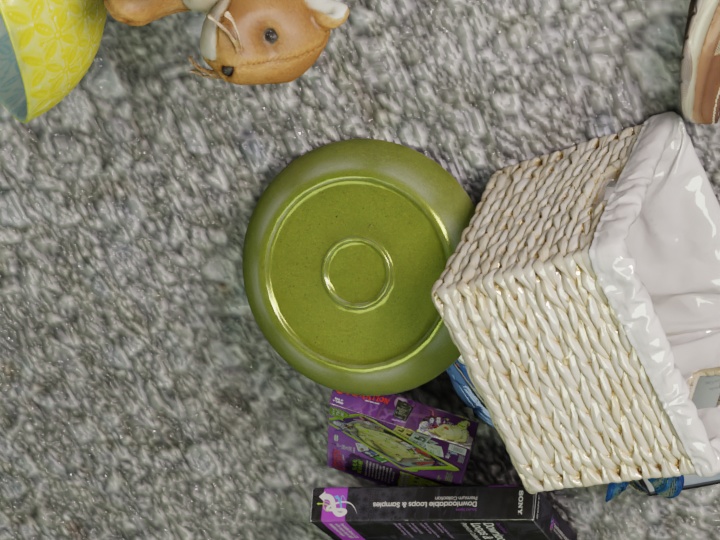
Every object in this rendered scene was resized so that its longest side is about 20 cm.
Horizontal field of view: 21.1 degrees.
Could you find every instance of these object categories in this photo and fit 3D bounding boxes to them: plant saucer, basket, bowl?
[{"bbox_3d":[0.000,0.000,1.480,0.199,0.031,0.201,2,98,15],"label":"plant saucer"},{"bbox_3d":[0.175,0.025,1.390,0.160,0.198,0.200,-13,117,30],"label":"basket"},{"bbox_3d":[-0.231,-0.217,1.373,0.107,0.200,0.201,-25,130,-17],"label":"bowl"}]

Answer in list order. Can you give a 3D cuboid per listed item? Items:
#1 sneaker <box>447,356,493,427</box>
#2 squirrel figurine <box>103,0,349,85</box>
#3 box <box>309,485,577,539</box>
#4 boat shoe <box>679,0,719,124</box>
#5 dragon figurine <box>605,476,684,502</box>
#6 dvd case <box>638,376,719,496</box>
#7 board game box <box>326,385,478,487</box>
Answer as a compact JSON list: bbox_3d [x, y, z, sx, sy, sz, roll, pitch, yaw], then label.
[{"bbox_3d":[0.102,0.060,1.528,0.200,0.075,0.078,36,127,-15],"label":"sneaker"},{"bbox_3d":[-0.077,-0.218,1.274,0.187,0.200,0.142,46,140,3],"label":"squirrel figurine"},{"bbox_3d":[0.074,0.221,1.668,0.199,0.036,0.143,-4,156,20],"label":"box"},{"bbox_3d":[0.256,-0.178,1.284,0.072,0.076,0.200,12,133,6],"label":"boat shoe"},{"bbox_3d":[0.219,0.148,1.517,0.059,0.100,0.200,-2,140,-5],"label":"dragon figurine"},{"bbox_3d":[0.257,0.097,1.553,0.142,0.018,0.200,-15,123,28],"label":"dvd case"},{"bbox_3d":[0.032,0.145,1.602,0.120,0.032,0.200,14,160,3],"label":"board game box"}]
